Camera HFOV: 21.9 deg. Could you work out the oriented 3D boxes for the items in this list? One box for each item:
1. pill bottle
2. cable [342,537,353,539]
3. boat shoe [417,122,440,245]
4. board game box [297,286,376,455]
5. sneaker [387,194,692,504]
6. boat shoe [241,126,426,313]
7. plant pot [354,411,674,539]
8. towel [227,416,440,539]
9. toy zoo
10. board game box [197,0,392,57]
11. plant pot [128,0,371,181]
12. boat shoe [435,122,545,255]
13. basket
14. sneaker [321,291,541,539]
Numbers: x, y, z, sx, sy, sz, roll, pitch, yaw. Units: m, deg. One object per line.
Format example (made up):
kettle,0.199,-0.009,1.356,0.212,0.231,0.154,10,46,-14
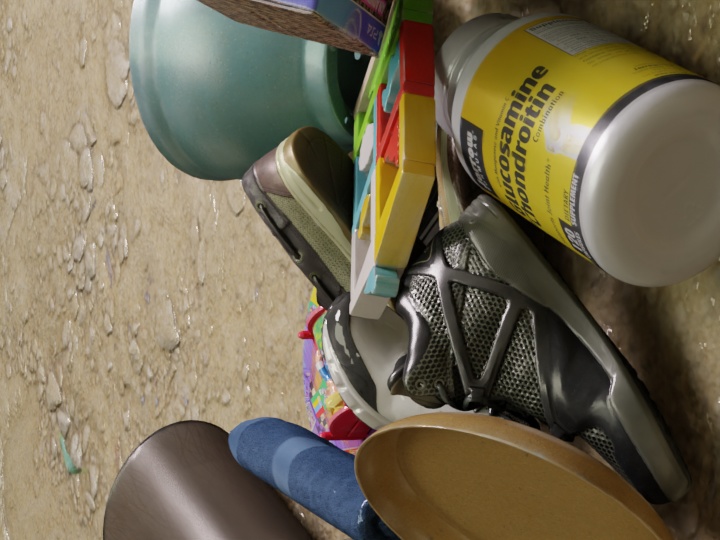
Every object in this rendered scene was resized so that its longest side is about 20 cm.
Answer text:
pill bottle,0.119,-0.076,1.016,0.200,0.112,0.112,39,125,55
cable,-0.022,0.258,1.264,0.097,0.050,0.200,35,85,32
boat shoe,0.032,-0.060,1.217,0.072,0.071,0.200,60,137,43
board game box,-0.012,0.072,1.337,0.200,0.039,0.159,22,110,59
sneaker,0.092,0.066,1.031,0.114,0.076,0.200,-41,79,7
boat shoe,-0.001,0.000,1.195,0.066,0.072,0.201,-24,110,36
plant pot,0.092,0.137,1.036,0.200,0.200,0.028,-30,26,58
towel,-0.004,0.146,1.204,0.049,0.112,0.200,-58,30,-6
toy zoo,0.018,-0.065,1.095,0.131,0.020,0.200,110,165,-48
board game box,-0.025,-0.236,1.035,0.159,0.097,0.201,9,-84,-77
plant pot,-0.041,-0.151,1.256,0.134,0.200,0.201,11,102,33
boat shoe,0.073,-0.023,1.145,0.076,0.071,0.201,-22,72,61
basket,-0.093,0.234,1.404,0.200,0.136,0.181,34,133,52
sneaker,0.060,0.084,1.120,0.200,0.074,0.080,47,133,-3
